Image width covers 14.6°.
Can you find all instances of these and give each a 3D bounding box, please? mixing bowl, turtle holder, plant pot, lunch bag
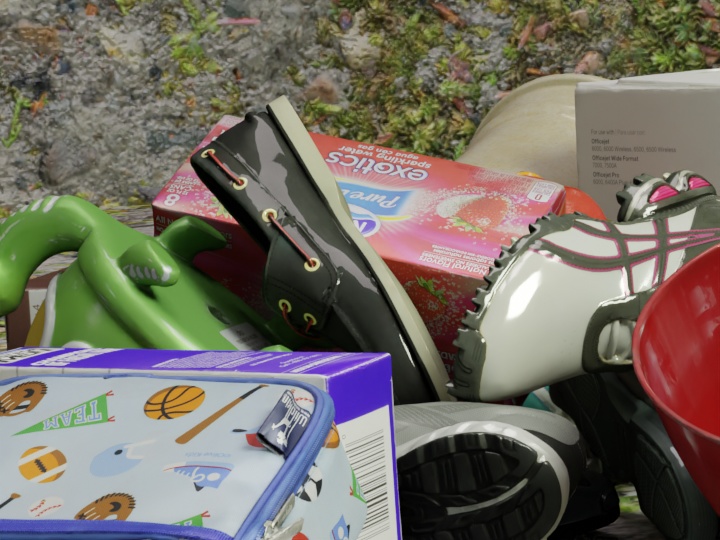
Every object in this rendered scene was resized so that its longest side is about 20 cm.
[{"bbox_3d":[0.218,0.066,1.171,0.199,0.109,0.200,-9,29,5],"label":"mixing bowl"},{"bbox_3d":[-0.111,0.048,1.365,0.185,0.132,0.141,34,13,-22],"label":"turtle holder"},{"bbox_3d":[0.098,-0.002,1.761,0.200,0.201,0.183,1,19,38],"label":"plant pot"},{"bbox_3d":[-0.102,0.107,1.116,0.199,0.076,0.160,-2,30,28],"label":"lunch bag"}]

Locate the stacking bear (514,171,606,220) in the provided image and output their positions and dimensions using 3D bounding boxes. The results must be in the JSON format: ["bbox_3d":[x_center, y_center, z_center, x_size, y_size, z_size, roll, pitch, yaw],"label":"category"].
[{"bbox_3d":[0.054,0.010,1.610,0.200,0.114,0.121,-26,-22,27],"label":"stacking bear"}]

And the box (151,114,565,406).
[{"bbox_3d":[0.000,0.000,1.459,0.199,0.100,0.096,13,38,20],"label":"box"}]

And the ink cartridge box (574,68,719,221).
[{"bbox_3d":[0.227,-0.017,1.643,0.147,0.201,0.144,-8,8,-36],"label":"ink cartridge box"}]

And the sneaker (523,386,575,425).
[{"bbox_3d":[0.099,0.055,1.542,0.199,0.094,0.070,-5,6,-15],"label":"sneaker"}]

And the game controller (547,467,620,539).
[{"bbox_3d":[0.045,0.110,1.373,0.104,0.042,0.200,-21,11,-18],"label":"game controller"}]

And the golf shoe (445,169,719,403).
[{"bbox_3d":[0.123,0.014,1.301,0.088,0.077,0.200,33,43,32],"label":"golf shoe"}]

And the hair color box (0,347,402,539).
[{"bbox_3d":[-0.082,0.092,1.235,0.199,0.110,0.065,0,8,28],"label":"hair color box"}]

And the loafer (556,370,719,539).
[{"bbox_3d":[0.145,0.066,1.347,0.063,0.072,0.200,-13,32,-12],"label":"loafer"}]

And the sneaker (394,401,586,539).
[{"bbox_3d":[0.009,0.095,1.267,0.200,0.074,0.079,-2,14,26],"label":"sneaker"}]

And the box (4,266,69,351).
[{"bbox_3d":[-0.155,0.046,1.743,0.075,0.101,0.200,-2,7,14],"label":"box"}]

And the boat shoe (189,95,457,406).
[{"bbox_3d":[-0.015,0.006,1.349,0.063,0.202,0.074,-31,-29,-4],"label":"boat shoe"}]

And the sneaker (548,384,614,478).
[{"bbox_3d":[0.182,0.040,1.432,0.146,0.077,0.202,-5,-32,-31],"label":"sneaker"}]
